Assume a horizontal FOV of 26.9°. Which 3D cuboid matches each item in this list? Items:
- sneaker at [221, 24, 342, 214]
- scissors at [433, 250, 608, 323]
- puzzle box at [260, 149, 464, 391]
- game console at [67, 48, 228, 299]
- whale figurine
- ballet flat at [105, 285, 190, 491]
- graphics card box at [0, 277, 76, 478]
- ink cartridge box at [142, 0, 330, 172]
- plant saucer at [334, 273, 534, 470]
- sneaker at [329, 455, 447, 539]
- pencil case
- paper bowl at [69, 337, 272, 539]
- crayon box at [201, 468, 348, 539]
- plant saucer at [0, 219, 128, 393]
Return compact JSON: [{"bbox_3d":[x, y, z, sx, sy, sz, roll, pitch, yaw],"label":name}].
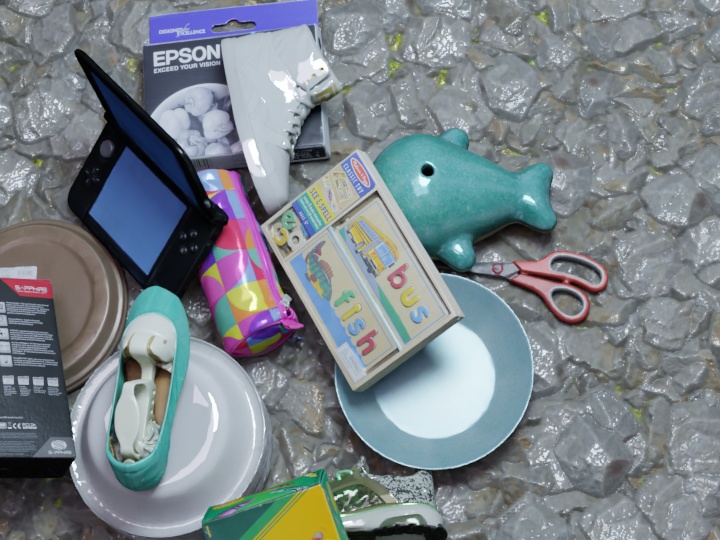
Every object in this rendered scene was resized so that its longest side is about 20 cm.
[{"bbox_3d":[-0.071,-0.164,1.550,0.114,0.074,0.202,-14,71,2],"label":"sneaker"},{"bbox_3d":[0.155,-0.005,1.551,0.198,0.014,0.074,20,75,12],"label":"scissors"},{"bbox_3d":[0.000,0.000,1.482,0.133,0.025,0.201,-37,71,16],"label":"puzzle box"},{"bbox_3d":[-0.236,-0.090,1.504,0.200,0.116,0.177,43,109,31],"label":"game console"},{"bbox_3d":[0.103,-0.080,1.532,0.197,0.104,0.161,0,67,1],"label":"whale figurine"},{"bbox_3d":[-0.198,0.101,1.398,0.066,0.071,0.203,1,69,6],"label":"ballet flat"},{"bbox_3d":[-0.351,0.102,1.456,0.124,0.051,0.202,4,55,-32],"label":"graphics card box"},{"bbox_3d":[-0.137,-0.208,1.632,0.195,0.043,0.202,-6,68,3],"label":"ink cartridge box"},{"bbox_3d":[0.074,0.103,1.503,0.198,0.039,0.204,-2,71,4],"label":"plant saucer"},{"bbox_3d":[-0.014,0.225,1.459,0.197,0.077,0.089,2,51,2],"label":"sneaker"},{"bbox_3d":[-0.125,-0.008,1.536,0.088,0.089,0.202,-23,70,-4],"label":"pencil case"},{"bbox_3d":[-0.189,0.162,1.468,0.198,0.105,0.203,-2,70,5],"label":"paper bowl"},{"bbox_3d":[-0.057,0.299,1.384,0.117,0.058,0.202,-19,96,4],"label":"crayon box"},{"bbox_3d":[-0.341,0.037,1.566,0.197,0.030,0.203,-2,70,5],"label":"plant saucer"}]
